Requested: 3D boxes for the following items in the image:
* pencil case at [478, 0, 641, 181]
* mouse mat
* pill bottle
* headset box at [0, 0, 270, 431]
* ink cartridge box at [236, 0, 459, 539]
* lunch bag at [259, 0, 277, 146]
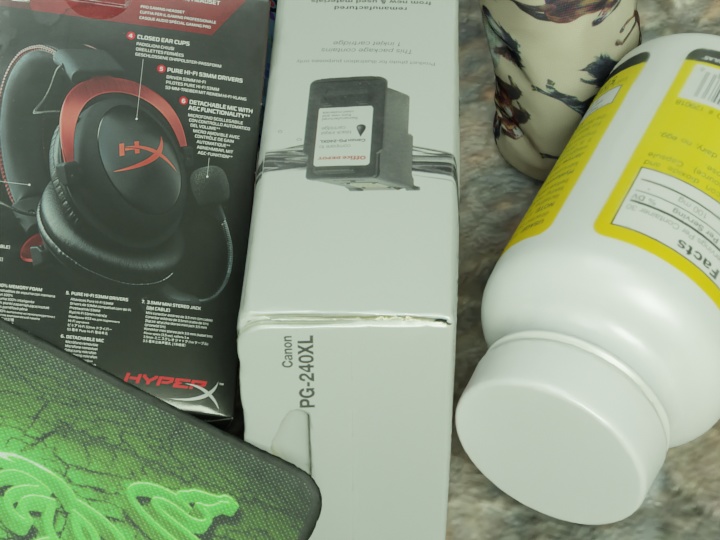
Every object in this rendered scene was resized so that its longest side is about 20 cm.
[{"bbox_3d":[0.087,-0.120,0.840,0.077,0.201,0.090,-33,57,-8],"label":"pencil case"},{"bbox_3d":[-0.130,0.098,0.651,0.199,0.008,0.162,26,60,3],"label":"mouse mat"},{"bbox_3d":[0.117,0.003,0.760,0.110,0.112,0.201,13,50,27],"label":"pill bottle"},{"bbox_3d":[-0.118,-0.037,0.758,0.147,0.075,0.202,6,74,-8],"label":"headset box"},{"bbox_3d":[0.000,0.000,0.768,0.082,0.146,0.201,1,45,2],"label":"ink cartridge box"},{"bbox_3d":[-0.044,-0.128,0.911,0.094,0.151,0.200,-30,45,-15],"label":"lunch bag"}]
